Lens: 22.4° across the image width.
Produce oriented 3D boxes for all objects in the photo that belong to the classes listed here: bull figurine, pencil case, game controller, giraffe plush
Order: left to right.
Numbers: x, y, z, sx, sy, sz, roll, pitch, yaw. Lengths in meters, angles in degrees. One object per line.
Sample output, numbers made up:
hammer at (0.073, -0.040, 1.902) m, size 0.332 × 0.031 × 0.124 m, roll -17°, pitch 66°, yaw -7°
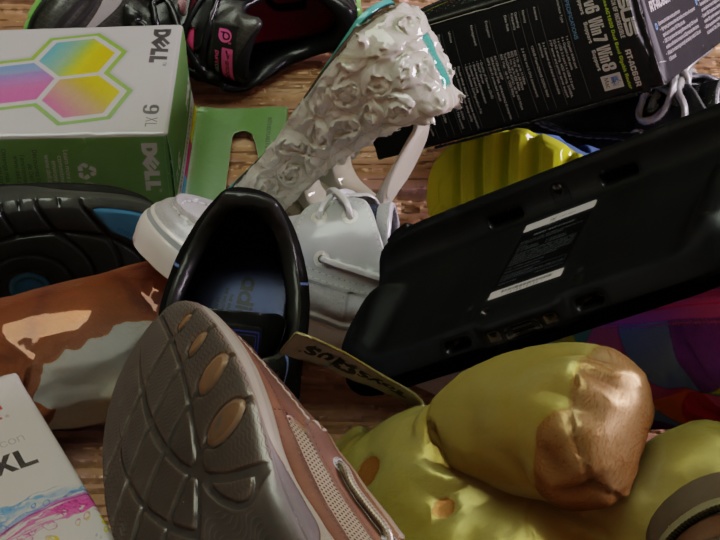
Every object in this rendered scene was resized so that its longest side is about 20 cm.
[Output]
bull figurine at (-0.135, 0.048, 0.796) m, size 0.199 × 0.065 × 0.122 m, roll -21°, pitch 45°, yaw -21°
giraffe plush at (0.044, 0.127, 0.640) m, size 0.199 × 0.173 × 0.163 m, roll 16°, pitch 62°, yaw 4°
game controller at (0.078, -0.008, 0.685) m, size 0.199 × 0.042 × 0.105 m, roll -21°, pitch 33°, yaw 38°
pencil case at (0.130, 0.023, 0.698) m, size 0.088 × 0.089 × 0.200 m, roll -27°, pitch 8°, yaw -28°

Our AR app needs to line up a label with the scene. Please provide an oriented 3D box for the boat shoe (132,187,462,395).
boat shoe at (0.000, 0.000, 0.802) m, size 0.199 × 0.069 × 0.072 m, roll 23°, pitch 19°, yaw 5°

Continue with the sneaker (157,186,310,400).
sneaker at (-0.058, 0.065, 0.705) m, size 0.070 × 0.078 × 0.201 m, roll 5°, pitch 68°, yaw -2°

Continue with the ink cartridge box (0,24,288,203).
ink cartridge box at (-0.140, -0.077, 0.953) m, size 0.198 × 0.060 × 0.104 m, roll -1°, pitch 39°, yaw 1°

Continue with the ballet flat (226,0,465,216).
ballet flat at (-0.020, -0.044, 0.840) m, size 0.071 × 0.200 × 0.072 m, roll 17°, pitch 53°, yaw -24°

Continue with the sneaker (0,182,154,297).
sneaker at (-0.189, -0.022, 0.878) m, size 0.198 × 0.074 × 0.082 m, roll -4°, pitch 37°, yaw -4°

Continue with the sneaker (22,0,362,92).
sneaker at (-0.093, -0.141, 1.020) m, size 0.198 × 0.077 × 0.084 m, roll -13°, pitch 36°, yaw -12°

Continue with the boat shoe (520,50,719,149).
boat shoe at (0.170, -0.075, 0.934) m, size 0.198 × 0.068 × 0.074 m, roll 10°, pitch 40°, yaw 15°

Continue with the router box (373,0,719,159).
router box at (0.101, -0.121, 0.910) m, size 0.149 × 0.063 × 0.200 m, roll -14°, pitch 11°, yaw 28°

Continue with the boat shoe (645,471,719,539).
boat shoe at (0.169, 0.144, 0.567) m, size 0.199 × 0.072 × 0.068 m, roll 31°, pitch 26°, yaw -14°

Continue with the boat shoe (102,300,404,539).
boat shoe at (-0.025, 0.091, 0.586) m, size 0.072 × 0.076 × 0.201 m, roll 26°, pitch 26°, yaw -43°

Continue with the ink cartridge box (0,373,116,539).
ink cartridge box at (-0.143, 0.144, 0.629) m, size 0.128 × 0.126 × 0.200 m, roll -20°, pitch 43°, yaw -22°

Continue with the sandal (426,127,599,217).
sandal at (0.128, -0.025, 0.883) m, size 0.199 × 0.080 × 0.087 m, roll 11°, pitch 6°, yaw 24°
